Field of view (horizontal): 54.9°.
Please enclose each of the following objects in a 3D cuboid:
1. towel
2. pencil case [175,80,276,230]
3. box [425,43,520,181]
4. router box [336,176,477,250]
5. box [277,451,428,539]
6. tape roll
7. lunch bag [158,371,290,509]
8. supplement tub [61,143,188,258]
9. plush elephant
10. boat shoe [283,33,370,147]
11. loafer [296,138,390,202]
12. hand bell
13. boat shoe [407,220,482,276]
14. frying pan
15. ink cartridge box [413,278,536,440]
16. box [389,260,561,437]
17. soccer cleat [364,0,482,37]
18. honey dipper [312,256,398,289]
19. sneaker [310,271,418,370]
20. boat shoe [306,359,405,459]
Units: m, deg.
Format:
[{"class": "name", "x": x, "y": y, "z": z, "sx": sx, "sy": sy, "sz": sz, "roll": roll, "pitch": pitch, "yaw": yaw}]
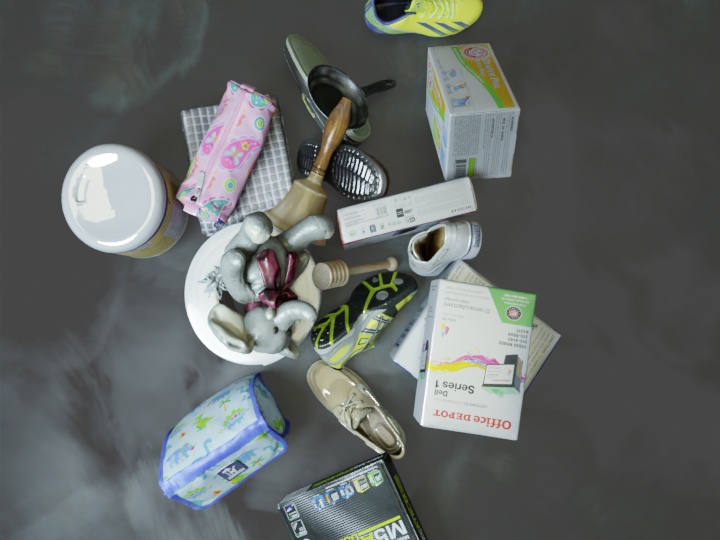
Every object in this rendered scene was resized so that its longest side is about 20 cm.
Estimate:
[{"class": "towel", "x": -0.189, "y": -0.169, "z": 1.086, "sx": 0.161, "sy": 0.086, "sz": 0.206, "roll": -12, "pitch": 88, "yaw": -3}, {"class": "pencil case", "x": -0.195, "y": -0.168, "z": 1.004, "sx": 0.086, "sy": 0.087, "sz": 0.204, "roll": 25, "pitch": 86, "yaw": -1}, {"class": "box", "x": 0.161, "y": -0.241, "z": 1.035, "sx": 0.098, "sy": 0.203, "sz": 0.115, "roll": -4, "pitch": 133, "yaw": -2}, {"class": "router box", "x": 0.062, "y": -0.082, "z": 1.044, "sx": 0.194, "sy": 0.179, "sz": 0.050, "roll": -14, "pitch": 89, "yaw": -2}, {"class": "box", "x": -0.004, "y": 0.408, "z": 1.064, "sx": 0.196, "sy": 0.047, "sz": 0.197, "roll": -26, "pitch": 86, "yaw": 16}, {"class": "tape roll", "x": -0.156, "y": 0.034, "z": 1.053, "sx": 0.196, "sy": 0.139, "sz": 0.210, "roll": 0, "pitch": 87, "yaw": -2}, {"class": "lunch bag", "x": -0.197, "y": 0.249, "z": 1.014, "sx": 0.168, "sy": 0.200, "sz": 0.129, "roll": -34, "pitch": 89, "yaw": -3}, {"class": "supplement tub", "x": -0.335, "y": -0.095, "z": 1.020, "sx": 0.141, "sy": 0.200, "sz": 0.150, "roll": 0, "pitch": 88, "yaw": -1}, {"class": "plush elephant", "x": -0.120, "y": 0.036, "z": 0.910, "sx": 0.198, "sy": 0.163, "sz": 0.158, "roll": -33, "pitch": 74, "yaw": 25}, {"class": "boat shoe", "x": -0.065, "y": -0.278, "z": 1.102, "sx": 0.071, "sy": 0.060, "sz": 0.203, "roll": -33, "pitch": 88, "yaw": -45}, {"class": "loafer", "x": -0.017, "y": -0.158, "z": 1.054, "sx": 0.070, "sy": 0.198, "sz": 0.075, "roll": -2, "pitch": 115, "yaw": -42}, {"class": "hand bell", "x": -0.058, "y": -0.152, "z": 1.004, "sx": 0.102, "sy": 0.104, "sz": 0.204, "roll": 24, "pitch": 99, "yaw": -1}, {"class": "boat shoe", "x": 0.104, "y": -0.035, "z": 1.031, "sx": 0.068, "sy": 0.199, "sz": 0.073, "roll": 5, "pitch": 83, "yaw": -19}, {"class": "frying pan", "x": -0.022, "y": -0.282, "z": 1.073, "sx": 0.115, "sy": 0.031, "sz": 0.191, "roll": 43, "pitch": 44, "yaw": -11}, {"class": "ink cartridge box", "x": 0.160, "y": 0.124, "z": 0.982, "sx": 0.140, "sy": 0.084, "sz": 0.207, "roll": 8, "pitch": 88, "yaw": -2}, {"class": "box", "x": 0.174, "y": 0.116, "z": 1.078, "sx": 0.198, "sy": 0.105, "sz": 0.186, "roll": 36, "pitch": 87, "yaw": 0}, {"class": "soccer cleat", "x": 0.103, "y": -0.414, "z": 1.104, "sx": 0.194, "sy": 0.084, "sz": 0.067, "roll": -5, "pitch": 88, "yaw": -2}, {"class": "honey dipper", "x": 0.000, "y": 0.000, "z": 1.047, "sx": 0.037, "sy": 0.198, "sz": 0.039, "roll": 3, "pitch": 96, "yaw": 34}, {"class": "sneaker", "x": 0.010, "y": 0.076, "z": 1.098, "sx": 0.198, "sy": 0.075, "sz": 0.078, "roll": -34, "pitch": 130, "yaw": -15}, {"class": "boat shoe", "x": -0.004, "y": 0.218, "z": 1.088, "sx": 0.200, "sy": 0.065, "sz": 0.072, "roll": 45, "pitch": 87, "yaw": 0}]
